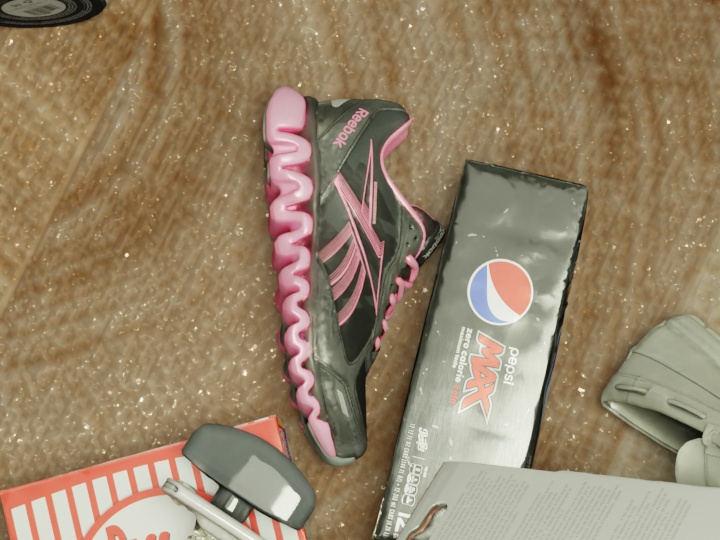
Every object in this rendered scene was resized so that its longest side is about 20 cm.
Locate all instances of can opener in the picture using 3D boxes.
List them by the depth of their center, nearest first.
[{"bbox_3d":[-0.012,0.150,0.983,0.200,0.053,0.067,36,81,3],"label":"can opener"}]

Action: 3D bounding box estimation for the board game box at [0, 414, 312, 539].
[{"bbox_3d":[-0.088,0.191,1.031,0.150,0.046,0.201,-16,81,1],"label":"board game box"}]

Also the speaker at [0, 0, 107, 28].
[{"bbox_3d":[-0.181,-0.239,1.087,0.081,0.081,0.202,-5,82,4],"label":"speaker"}]

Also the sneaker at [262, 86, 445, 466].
[{"bbox_3d":[0.000,0.000,1.046,0.095,0.079,0.202,-4,82,-7],"label":"sneaker"}]

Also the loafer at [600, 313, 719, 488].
[{"bbox_3d":[0.188,0.094,0.970,0.070,0.200,0.070,-39,124,-3],"label":"loafer"}]

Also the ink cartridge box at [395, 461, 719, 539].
[{"bbox_3d":[0.104,0.149,0.916,0.199,0.051,0.109,2,42,37],"label":"ink cartridge box"}]

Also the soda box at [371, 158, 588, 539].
[{"bbox_3d":[0.064,0.050,1.032,0.070,0.063,0.201,13,84,6],"label":"soda box"}]
